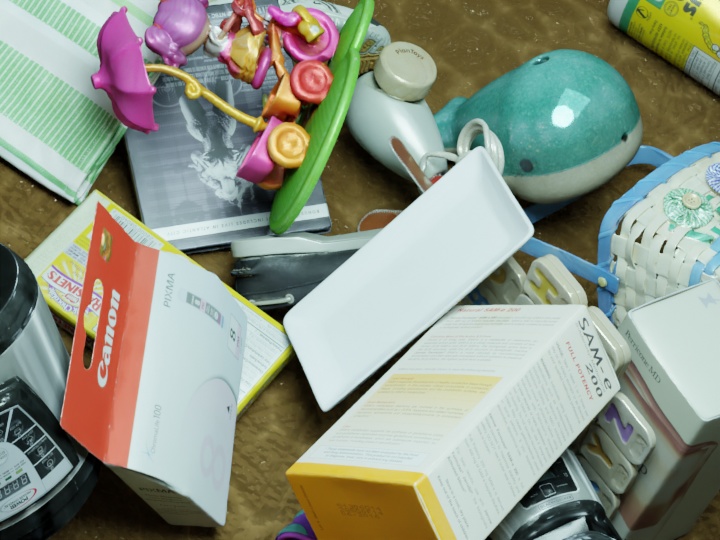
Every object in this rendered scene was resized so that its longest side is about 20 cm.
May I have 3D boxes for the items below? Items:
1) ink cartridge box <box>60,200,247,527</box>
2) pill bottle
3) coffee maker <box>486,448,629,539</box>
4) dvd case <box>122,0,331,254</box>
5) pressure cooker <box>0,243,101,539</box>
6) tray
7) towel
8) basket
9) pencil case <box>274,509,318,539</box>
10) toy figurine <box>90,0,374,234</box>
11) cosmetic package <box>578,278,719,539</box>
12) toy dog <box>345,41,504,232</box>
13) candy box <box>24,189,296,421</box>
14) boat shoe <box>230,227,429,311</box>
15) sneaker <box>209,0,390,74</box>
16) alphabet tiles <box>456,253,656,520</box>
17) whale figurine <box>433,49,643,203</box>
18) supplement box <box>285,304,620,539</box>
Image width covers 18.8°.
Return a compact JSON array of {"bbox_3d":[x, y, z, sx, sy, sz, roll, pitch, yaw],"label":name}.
[{"bbox_3d":[-0.133,0.067,1.467,0.057,0.200,0.164,0,66,13],"label":"ink cartridge box"},{"bbox_3d":[0.326,-0.213,1.902,0.199,0.113,0.113,36,51,11],"label":"pill bottle"},{"bbox_3d":[0.141,0.247,1.467,0.134,0.193,0.200,6,29,-33],"label":"coffee maker"},{"bbox_3d":[-0.114,-0.114,1.705,0.147,0.016,0.202,-9,73,-16],"label":"dvd case"},{"bbox_3d":[-0.262,0.100,1.424,0.174,0.201,0.179,-3,35,21],"label":"pressure cooker"},{"bbox_3d":[0.036,0.009,1.553,0.022,0.200,0.108,38,17,-42],"label":"tray"},{"bbox_3d":[-0.225,-0.172,1.678,0.152,0.023,0.201,32,92,10],"label":"towel"},{"bbox_3d":[0.243,-0.030,1.723,0.199,0.140,0.176,24,43,38],"label":"basket"},{"bbox_3d":[0.031,0.162,1.534,0.092,0.086,0.200,22,45,33],"label":"pencil case"},{"bbox_3d":[-0.104,-0.154,1.619,0.183,0.150,0.201,24,69,-11],"label":"toy figurine"},{"bbox_3d":[0.214,0.112,1.555,0.087,0.201,0.104,-17,59,-29],"label":"cosmetic package"},{"bbox_3d":[0.024,-0.090,1.706,0.096,0.133,0.200,-6,36,-24],"label":"toy dog"},{"bbox_3d":[-0.152,0.032,1.610,0.199,0.026,0.102,36,62,11],"label":"candy box"},{"bbox_3d":[0.000,0.000,1.627,0.198,0.074,0.061,-4,95,7],"label":"boat shoe"},{"bbox_3d":[-0.071,-0.219,1.806,0.198,0.076,0.088,8,51,-12],"label":"sneaker"},{"bbox_3d":[0.131,0.081,1.554,0.015,0.201,0.196,-24,64,-29],"label":"alphabet tiles"},{"bbox_3d":[0.128,-0.124,1.737,0.199,0.104,0.159,9,39,42],"label":"whale figurine"},{"bbox_3d":[0.064,0.107,1.444,0.200,0.125,0.074,-42,117,-35],"label":"supplement box"}]
